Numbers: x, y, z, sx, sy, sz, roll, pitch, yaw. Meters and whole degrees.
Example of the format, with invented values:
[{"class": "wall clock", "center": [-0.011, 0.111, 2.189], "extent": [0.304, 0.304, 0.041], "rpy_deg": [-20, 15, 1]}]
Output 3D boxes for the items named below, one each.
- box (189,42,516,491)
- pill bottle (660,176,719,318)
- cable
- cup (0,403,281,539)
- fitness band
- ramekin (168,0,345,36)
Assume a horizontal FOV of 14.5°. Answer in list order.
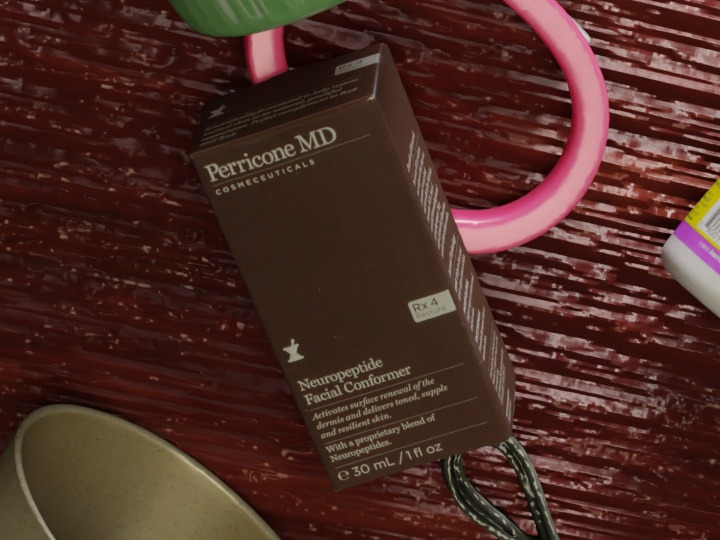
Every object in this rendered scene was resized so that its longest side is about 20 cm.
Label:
[{"class": "box", "center": [0.000, 0.000, 1.401], "extent": [0.100, 0.075, 0.201], "rpy_deg": [-18, 112, 13]}, {"class": "pill bottle", "center": [0.251, -0.049, 1.429], "extent": [0.104, 0.104, 0.200], "rpy_deg": [39, 96, -14]}, {"class": "cable", "center": [0.106, 0.171, 1.487], "extent": [0.096, 0.050, 0.201], "rpy_deg": [-15, 106, 3]}, {"class": "cup", "center": [-0.131, 0.186, 1.400], "extent": [0.200, 0.201, 0.143], "rpy_deg": [37, 108, -14]}, {"class": "fitness band", "center": [0.034, -0.097, 1.426], "extent": [0.200, 0.037, 0.144], "rpy_deg": [40, 96, -13]}, {"class": "ramekin", "center": [-0.026, -0.195, 1.318], "extent": [0.199, 0.200, 0.098], "rpy_deg": [-30, 112, 0]}]
